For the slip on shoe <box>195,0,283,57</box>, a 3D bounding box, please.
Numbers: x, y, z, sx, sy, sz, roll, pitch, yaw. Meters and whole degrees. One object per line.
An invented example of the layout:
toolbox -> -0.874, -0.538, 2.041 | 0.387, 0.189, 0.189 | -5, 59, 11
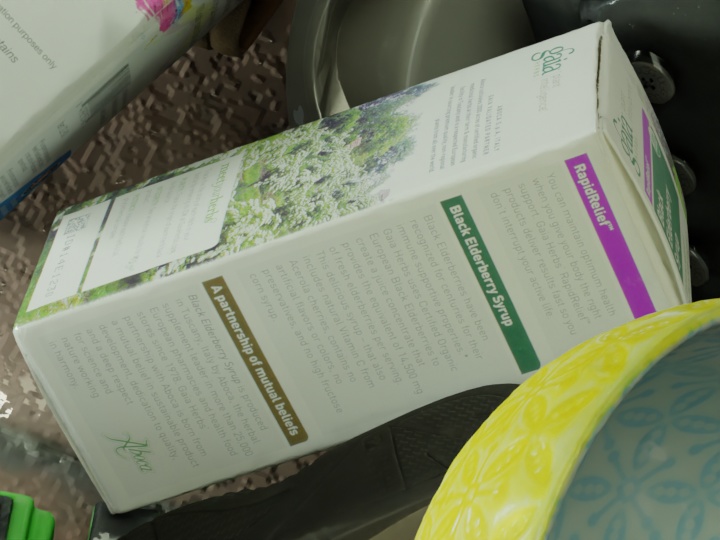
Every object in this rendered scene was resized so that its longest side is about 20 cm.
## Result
slip on shoe -> -0.014, -0.162, 0.983 | 0.061, 0.076, 0.200 | 35, 62, 17

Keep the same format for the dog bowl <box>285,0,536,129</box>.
dog bowl -> 0.061, -0.073, 0.891 | 0.200, 0.200, 0.059 | -29, 29, -25

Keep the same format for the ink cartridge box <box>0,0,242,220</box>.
ink cartridge box -> -0.086, -0.112, 0.855 | 0.200, 0.145, 0.085 | -42, 91, -6

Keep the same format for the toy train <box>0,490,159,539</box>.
toy train -> -0.067, 0.102, 0.828 | 0.200, 0.056, 0.042 | 10, 58, -5

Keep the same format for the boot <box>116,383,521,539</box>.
boot -> -0.002, 0.136, 0.781 | 0.200, 0.151, 0.073 | -27, 24, 7

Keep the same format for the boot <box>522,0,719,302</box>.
boot -> 0.145, -0.024, 0.829 | 0.165, 0.200, 0.066 | 6, 36, 33

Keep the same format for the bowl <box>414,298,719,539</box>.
bowl -> 0.071, 0.103, 0.672 | 0.200, 0.108, 0.200 | -3, 95, -42

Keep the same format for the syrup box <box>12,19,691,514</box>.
syrup box -> 0.000, 0.000, 0.792 | 0.200, 0.081, 0.079 | -18, 28, 15
